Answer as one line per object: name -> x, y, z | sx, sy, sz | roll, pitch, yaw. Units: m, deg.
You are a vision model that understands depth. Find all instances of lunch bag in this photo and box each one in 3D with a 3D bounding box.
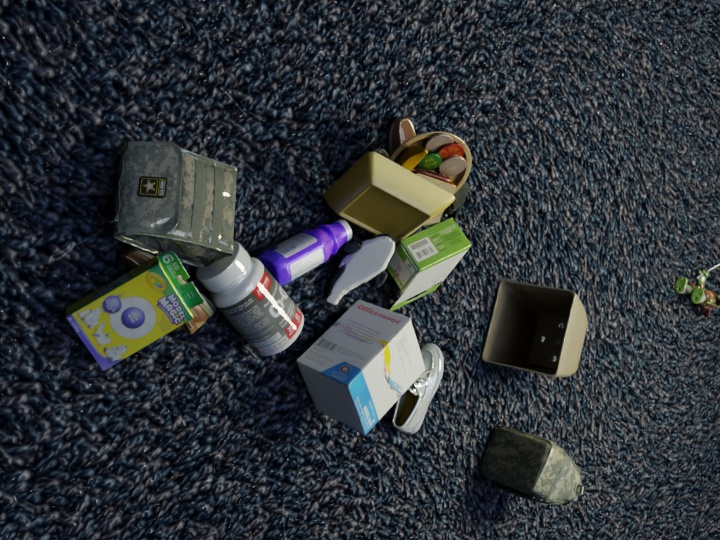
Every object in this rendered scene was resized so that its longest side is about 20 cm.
lunch bag -> 0.414, 0.477, 2.066 | 0.167, 0.199, 0.140 | 35, 73, -35
lunch bag -> -0.313, -0.114, 1.442 | 0.199, 0.117, 0.166 | 16, 65, -38

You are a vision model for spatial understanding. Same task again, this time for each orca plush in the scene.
orca plush -> 0.000, 0.000, 1.746 | 0.104, 0.071, 0.201 | 28, 108, -2

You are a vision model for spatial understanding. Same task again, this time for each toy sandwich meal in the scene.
toy sandwich meal -> 0.136, -0.183, 1.731 | 0.203, 0.071, 0.207 | -9, 134, -9

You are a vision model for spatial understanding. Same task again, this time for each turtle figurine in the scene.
turtle figurine -> 1.057, 0.043, 2.608 | 0.192, 0.200, 0.145 | 6, 56, -36

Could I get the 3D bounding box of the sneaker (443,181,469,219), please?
sneaker -> 0.189, -0.172, 1.856 | 0.200, 0.075, 0.092 | 46, 56, -61

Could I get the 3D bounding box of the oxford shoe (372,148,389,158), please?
oxford shoe -> 0.059, -0.154, 1.806 | 0.075, 0.057, 0.202 | -14, 101, -36

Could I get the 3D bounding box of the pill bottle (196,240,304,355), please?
pill bottle -> -0.199, 0.050, 1.565 | 0.114, 0.113, 0.201 | -52, 126, -23

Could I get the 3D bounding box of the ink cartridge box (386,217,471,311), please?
ink cartridge box -> 0.123, -0.006, 1.822 | 0.147, 0.200, 0.076 | -24, 72, -30

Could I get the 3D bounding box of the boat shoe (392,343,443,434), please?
boat shoe -> 0.114, 0.250, 1.873 | 0.086, 0.074, 0.204 | 30, 81, -55

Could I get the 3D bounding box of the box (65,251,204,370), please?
box -> -0.366, 0.064, 1.423 | 0.199, 0.048, 0.118 | -32, 115, -7

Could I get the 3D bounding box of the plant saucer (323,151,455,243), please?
plant saucer -> 0.049, -0.125, 1.674 | 0.198, 0.200, 0.049 | 25, 58, -19

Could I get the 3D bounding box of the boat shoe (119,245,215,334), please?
boat shoe -> -0.334, 0.038, 1.483 | 0.200, 0.075, 0.074 | 45, 69, -32

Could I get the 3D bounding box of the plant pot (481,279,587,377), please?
plant pot -> 0.437, 0.153, 2.074 | 0.176, 0.198, 0.202 | 23, 79, -50

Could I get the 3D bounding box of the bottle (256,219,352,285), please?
bottle -> -0.102, -0.039, 1.663 | 0.199, 0.083, 0.066 | -31, 119, -35

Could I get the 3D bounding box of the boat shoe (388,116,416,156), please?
boat shoe -> 0.114, -0.227, 1.835 | 0.075, 0.071, 0.202 | -25, 110, -36

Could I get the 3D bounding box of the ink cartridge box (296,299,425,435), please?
ink cartridge box -> 0.005, 0.187, 1.717 | 0.200, 0.146, 0.146 | -43, 133, -29
